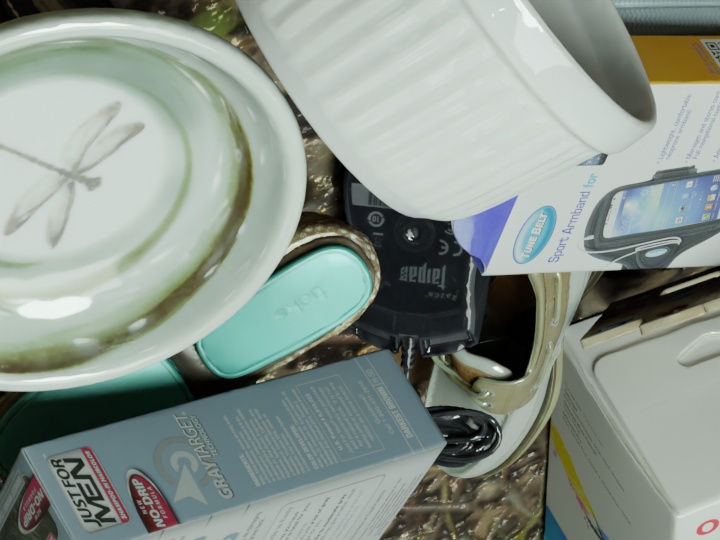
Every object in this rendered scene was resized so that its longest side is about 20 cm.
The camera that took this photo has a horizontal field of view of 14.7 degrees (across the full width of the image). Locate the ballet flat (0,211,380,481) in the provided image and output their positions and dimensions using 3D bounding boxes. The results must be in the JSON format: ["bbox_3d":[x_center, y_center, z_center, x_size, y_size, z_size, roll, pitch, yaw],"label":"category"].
[{"bbox_3d":[-0.083,0.035,1.277,0.200,0.065,0.071,-26,114,0],"label":"ballet flat"}]

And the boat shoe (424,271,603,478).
[{"bbox_3d":[0.068,0.034,1.431,0.068,0.075,0.200,-28,147,-45],"label":"boat shoe"}]

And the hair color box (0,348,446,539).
[{"bbox_3d":[-0.070,0.106,1.262,0.200,0.061,0.099,-15,151,-36],"label":"hair color box"}]

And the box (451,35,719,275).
[{"bbox_3d":[0.134,-0.054,1.308,0.200,0.042,0.119,-1,133,-26],"label":"box"}]

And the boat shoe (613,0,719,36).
[{"bbox_3d":[0.168,-0.126,1.344,0.200,0.072,0.062,4,176,-23],"label":"boat shoe"}]

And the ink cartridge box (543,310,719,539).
[{"bbox_3d":[0.201,0.122,1.581,0.147,0.145,0.200,-20,141,-15],"label":"ink cartridge box"}]

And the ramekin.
[{"bbox_3d":[0.026,-0.115,1.153,0.105,0.200,0.200,-33,144,16],"label":"ramekin"}]

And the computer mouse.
[{"bbox_3d":[0.000,0.000,1.374,0.140,0.046,0.200,1,115,9],"label":"computer mouse"}]

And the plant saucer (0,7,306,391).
[{"bbox_3d":[-0.124,-0.037,1.140,0.200,0.050,0.200,-11,135,-11],"label":"plant saucer"}]

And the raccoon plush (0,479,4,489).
[{"bbox_3d":[-0.135,0.051,1.344,0.134,0.097,0.200,11,97,-27],"label":"raccoon plush"}]

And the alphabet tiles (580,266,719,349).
[{"bbox_3d":[0.198,0.003,1.426,0.167,0.008,0.200,-19,-178,12],"label":"alphabet tiles"}]

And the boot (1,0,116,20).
[{"bbox_3d":[-0.143,-0.038,1.218,0.150,0.073,0.200,-34,149,2],"label":"boot"}]
